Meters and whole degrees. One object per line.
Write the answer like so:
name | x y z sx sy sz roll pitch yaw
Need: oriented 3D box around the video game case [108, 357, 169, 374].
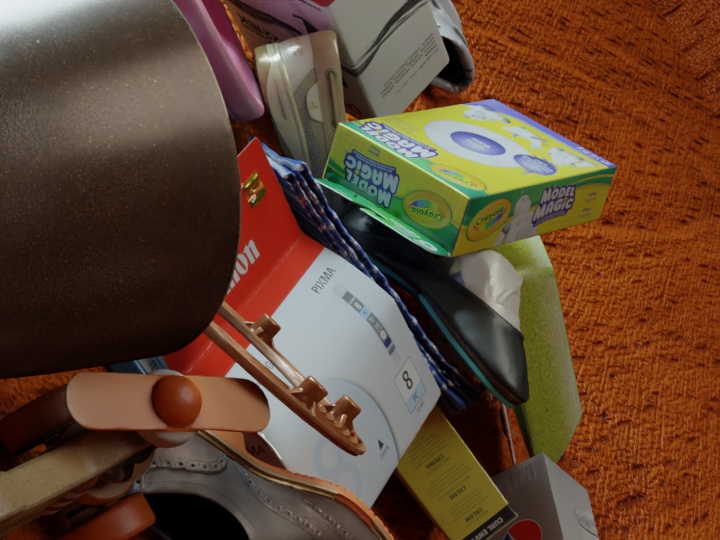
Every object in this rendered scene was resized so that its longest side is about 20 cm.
video game case | -0.123 -0.004 1.120 0.143 0.018 0.200 55 21 -10

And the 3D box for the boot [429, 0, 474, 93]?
boot | 0.046 -0.242 1.747 0.200 0.074 0.096 38 23 -47

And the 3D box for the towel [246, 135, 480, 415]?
towel | 0.000 0.000 1.238 0.200 0.024 0.145 54 -5 -17

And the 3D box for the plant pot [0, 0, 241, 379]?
plant pot | -0.185 -0.029 0.786 0.200 0.187 0.187 -18 77 -40

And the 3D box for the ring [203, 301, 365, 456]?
ring | -0.068 0.019 0.951 0.200 0.019 0.200 43 0 0

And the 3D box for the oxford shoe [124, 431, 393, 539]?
oxford shoe | -0.054 0.144 1.013 0.200 0.071 0.073 33 35 -25

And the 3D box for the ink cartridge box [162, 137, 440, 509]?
ink cartridge box | -0.037 0.042 1.104 0.160 0.047 0.200 -53 125 -47

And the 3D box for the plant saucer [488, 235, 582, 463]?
plant saucer | 0.122 0.024 1.468 0.200 0.048 0.200 -103 179 -56

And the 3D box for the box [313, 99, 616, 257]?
box | 0.066 -0.063 1.262 0.117 0.048 0.200 32 30 30

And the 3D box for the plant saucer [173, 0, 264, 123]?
plant saucer | -0.127 -0.182 1.246 0.201 0.051 0.201 -90 154 -81

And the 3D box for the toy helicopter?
toy helicopter | -0.123 0.086 0.835 0.079 0.132 0.200 61 21 3

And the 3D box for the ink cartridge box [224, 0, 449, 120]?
ink cartridge box | -0.033 -0.208 1.350 0.144 0.084 0.200 34 -15 31

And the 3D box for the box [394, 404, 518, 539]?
box | 0.022 0.091 1.251 0.200 0.050 0.075 53 -3 -14

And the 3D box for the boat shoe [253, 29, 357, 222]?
boat shoe | -0.017 -0.073 1.323 0.072 0.065 0.200 -106 179 -59

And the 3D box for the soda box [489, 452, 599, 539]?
soda box | 0.137 0.231 1.341 0.068 0.063 0.200 42 27 -40

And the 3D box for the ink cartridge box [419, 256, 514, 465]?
ink cartridge box | 0.063 0.023 1.378 0.160 0.047 0.200 73 4 -53

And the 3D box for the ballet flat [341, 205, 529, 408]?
ballet flat | 0.058 0.005 1.246 0.200 0.068 0.068 45 4 37
